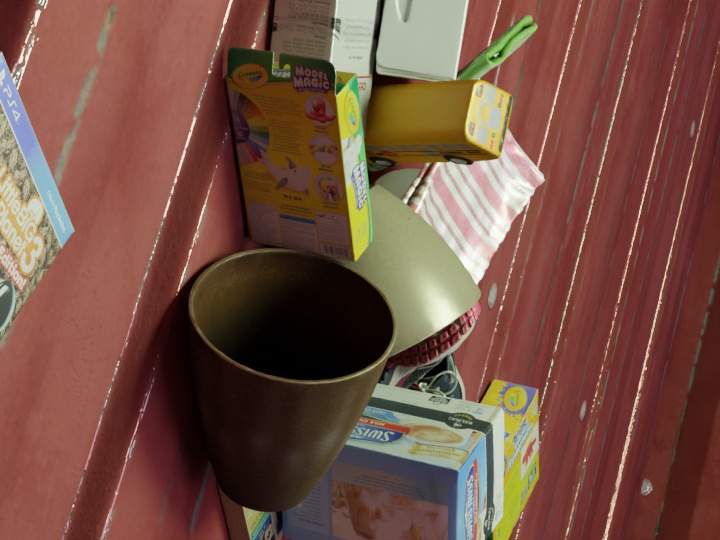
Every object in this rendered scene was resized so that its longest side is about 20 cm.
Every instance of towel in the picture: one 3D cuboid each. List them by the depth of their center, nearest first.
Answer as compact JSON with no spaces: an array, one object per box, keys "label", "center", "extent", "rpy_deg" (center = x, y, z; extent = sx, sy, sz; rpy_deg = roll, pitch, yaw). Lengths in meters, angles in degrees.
[{"label":"towel","center":[0.115,-0.074,1.819],"extent":[0.147,0.030,0.201],"rpy_deg":[52,60,-36]},{"label":"towel","center":[0.099,-0.187,1.836],"extent":[0.031,0.200,0.149],"rpy_deg":[48,37,-5]}]

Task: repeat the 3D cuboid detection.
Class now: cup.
[{"label":"cup","center":[0.000,0.000,1.677],"extent":[0.144,0.199,0.200],"rpy_deg":[65,31,-9]}]

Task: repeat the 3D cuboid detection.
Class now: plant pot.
[{"label":"plant pot","center":[-0.074,0.116,1.557],"extent":[0.187,0.186,0.201],"rpy_deg":[-51,158,-50]}]

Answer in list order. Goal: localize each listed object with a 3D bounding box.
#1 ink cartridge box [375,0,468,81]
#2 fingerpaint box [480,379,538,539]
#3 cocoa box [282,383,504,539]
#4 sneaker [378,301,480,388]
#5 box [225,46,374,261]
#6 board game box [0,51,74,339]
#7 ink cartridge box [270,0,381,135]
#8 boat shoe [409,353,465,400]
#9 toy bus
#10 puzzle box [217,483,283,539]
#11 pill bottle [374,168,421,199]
[{"label":"ink cartridge box","center":[0.064,-0.265,1.731],"extent":[0.200,0.083,0.147],"rpy_deg":[-84,-178,-83]},{"label":"fingerpaint box","center":[0.184,0.280,2.378],"extent":[0.200,0.073,0.168],"rpy_deg":[-55,149,-47]},{"label":"cocoa box","center":[0.032,0.207,1.726],"extent":[0.131,0.198,0.135],"rpy_deg":[-42,137,-56]},{"label":"sneaker","center":[0.052,0.078,1.828],"extent":[0.074,0.200,0.081],"rpy_deg":[1,61,-50]},{"label":"box","center":[-0.055,-0.111,1.545],"extent":[0.048,0.116,0.201],"rpy_deg":[-52,145,-45]},{"label":"board game box","center":[-0.283,-0.017,1.050],"extent":[0.160,0.096,0.201],"rpy_deg":[76,33,-47]},{"label":"ink cartridge box","center":[-0.033,-0.222,1.616],"extent":[0.116,0.067,0.202],"rpy_deg":[-16,114,-67]},{"label":"boat shoe","center":[0.086,0.118,2.057],"extent":[0.062,0.074,0.202],"rpy_deg":[-41,135,-60]},{"label":"toy bus","center":[0.059,-0.144,1.676],"extent":[0.078,0.199,0.066],"rpy_deg":[19,79,-42]},{"label":"puzzle box","center":[-0.081,0.195,1.744],"extent":[0.200,0.025,0.134],"rpy_deg":[-58,149,-42]},{"label":"pill bottle","center":[0.059,-0.006,1.884],"extent":[0.112,0.111,0.201],"rpy_deg":[-55,148,-46]}]
